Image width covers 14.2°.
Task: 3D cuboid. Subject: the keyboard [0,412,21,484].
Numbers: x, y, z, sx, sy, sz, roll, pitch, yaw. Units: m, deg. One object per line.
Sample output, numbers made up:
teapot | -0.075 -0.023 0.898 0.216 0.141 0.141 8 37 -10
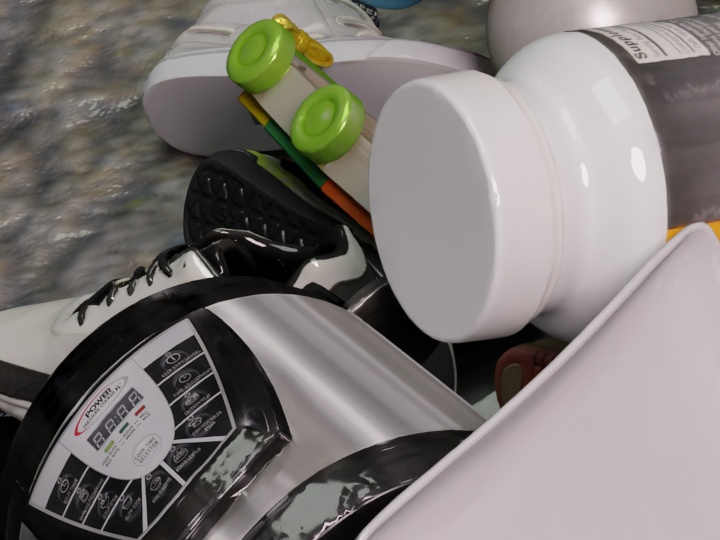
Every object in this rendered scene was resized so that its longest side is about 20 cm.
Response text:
keyboard | -0.125 0.068 1.253 0.104 0.040 0.200 -3 28 41

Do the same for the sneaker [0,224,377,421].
sneaker | -0.074 0.018 1.184 0.200 0.080 0.074 -3 31 23

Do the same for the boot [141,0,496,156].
boot | -0.005 -0.107 1.420 0.200 0.074 0.096 4 44 24

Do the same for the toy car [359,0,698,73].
toy car | 0.109 -0.135 1.312 0.177 0.184 0.200 -15 73 -34

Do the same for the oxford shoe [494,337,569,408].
oxford shoe | 0.146 0.066 1.092 0.200 0.071 0.074 22 43 24

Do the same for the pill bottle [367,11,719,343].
pill bottle | 0.112 -0.035 1.059 0.200 0.117 0.116 -10 30 -27

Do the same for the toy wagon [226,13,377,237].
toy wagon | 0.004 -0.051 1.272 0.040 0.155 0.200 -49 39 5

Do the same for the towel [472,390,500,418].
towel | 0.112 0.092 1.136 0.200 0.035 0.193 -27 37 -22

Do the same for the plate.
plate | 0.089 0.117 0.976 0.032 0.200 0.200 -2 31 48

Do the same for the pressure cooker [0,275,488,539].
pressure cooker | -0.035 0.101 1.051 0.176 0.179 0.200 -8 28 -31

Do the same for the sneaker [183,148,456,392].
sneaker | 0.000 0.000 1.264 0.083 0.072 0.200 1 31 -37
